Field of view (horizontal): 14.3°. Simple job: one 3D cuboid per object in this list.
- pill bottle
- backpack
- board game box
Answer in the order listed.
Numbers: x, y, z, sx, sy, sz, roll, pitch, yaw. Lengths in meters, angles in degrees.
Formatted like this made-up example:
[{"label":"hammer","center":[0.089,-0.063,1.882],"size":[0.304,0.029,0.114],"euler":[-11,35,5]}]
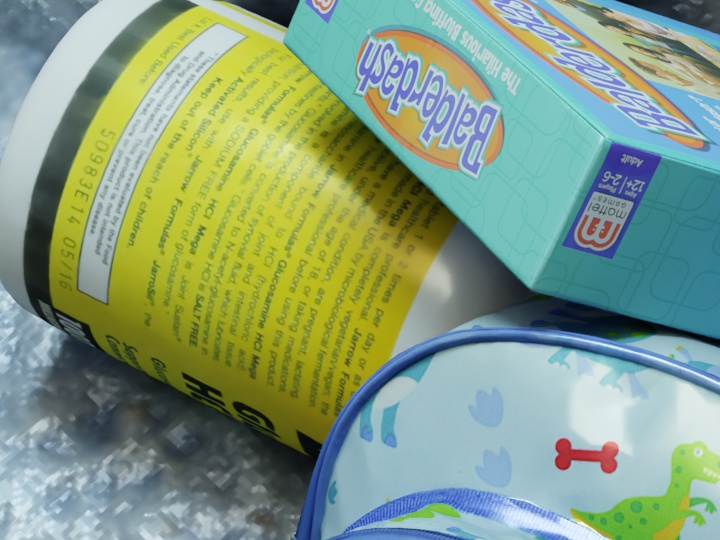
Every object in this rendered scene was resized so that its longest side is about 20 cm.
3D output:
[{"label":"pill bottle","center":[0.000,0.000,0.845],"size":[0.200,0.112,0.112],"euler":[26,66,21]},{"label":"backpack","center":[0.053,0.112,0.704],"size":[0.183,0.147,0.200],"euler":[22,101,20]},{"label":"board game box","center":[0.097,-0.026,0.775],"size":[0.045,0.200,0.152],"euler":[-64,34,17]}]
